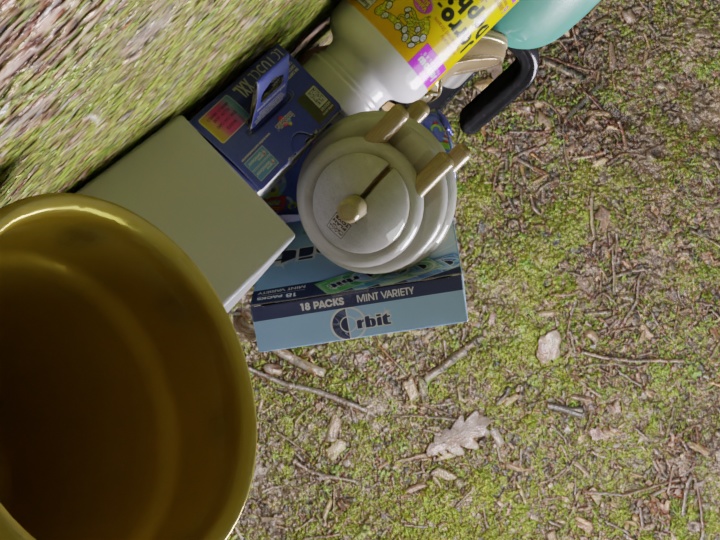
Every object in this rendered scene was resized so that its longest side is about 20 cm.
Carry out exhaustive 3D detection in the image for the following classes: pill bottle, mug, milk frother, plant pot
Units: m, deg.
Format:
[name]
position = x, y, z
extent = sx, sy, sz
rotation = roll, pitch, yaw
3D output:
[pill bottle]
position = 0.046, -0.211, 1.238
extent = 0.200, 0.104, 0.104
rotation = -45, -179, 2
[mug]
position = 0.135, -0.285, 1.391
extent = 0.184, 0.153, 0.114
rotation = 4, 150, -36
[milk frother]
position = 0.096, -0.278, 1.737
extent = 0.188, 0.180, 0.201
rotation = -43, -135, 29
[plant pot]
position = -0.186, 0.087, 0.778
extent = 0.188, 0.202, 0.201
rotation = -25, -167, 36

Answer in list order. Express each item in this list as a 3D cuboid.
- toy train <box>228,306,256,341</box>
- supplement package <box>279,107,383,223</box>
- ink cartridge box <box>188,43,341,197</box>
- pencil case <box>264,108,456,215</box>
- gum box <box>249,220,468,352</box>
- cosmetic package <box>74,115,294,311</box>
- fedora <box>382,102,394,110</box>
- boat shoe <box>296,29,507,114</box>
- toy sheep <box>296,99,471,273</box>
[toy train]
position = -0.159, 0.040, 1.383
extent = 0.116, 0.198, 0.086
rotation = -23, 126, -69
[supplement package]
position = -0.071, -0.096, 1.416
extent = 0.200, 0.110, 0.114
rotation = -45, -179, -6
[ink cartridge box]
position = -0.101, -0.079, 1.128
extent = 0.200, 0.076, 0.137
rotation = -42, -174, 42
[pencil case]
position = -0.011, -0.097, 1.321
extent = 0.198, 0.078, 0.087
rotation = -7, 134, -12
[gum box]
position = 0.000, 0.000, 1.254
extent = 0.168, 0.045, 0.200
rotation = -8, -161, 3
[cosmetic package]
position = -0.178, 0.032, 1.009
extent = 0.200, 0.123, 0.199
rotation = -45, -179, 42
[fedora]
position = -0.029, -0.166, 1.599
extent = 0.200, 0.082, 0.201
rotation = -40, -175, 4
[boat shoe]
position = 0.042, -0.173, 1.340
extent = 0.198, 0.066, 0.072
rotation = -10, 170, -19
[toy sheep]
position = 0.013, -0.061, 1.153
extent = 0.138, 0.138, 0.200
rotation = -44, 173, 15
